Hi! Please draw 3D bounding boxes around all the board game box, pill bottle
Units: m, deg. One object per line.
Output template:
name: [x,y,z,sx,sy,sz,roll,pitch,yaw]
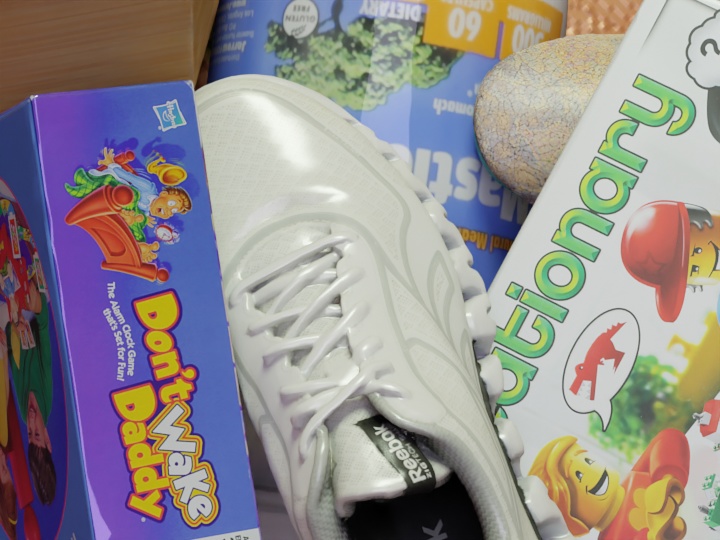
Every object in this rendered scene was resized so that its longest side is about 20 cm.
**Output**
board game box: [0.092,0.034,0.682,0.126,0.035,0.200,27,86,14]
board game box: [-0.091,0.029,0.715,0.045,0.200,0.135,-7,88,-23]
pill bottle: [0.000,0.000,0.784,0.112,0.112,0.200,7,85,-2]

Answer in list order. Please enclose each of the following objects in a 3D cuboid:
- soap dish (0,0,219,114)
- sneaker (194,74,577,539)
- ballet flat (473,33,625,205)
soap dish: [-0.108,-0.113,0.742,0.157,0.200,0.081,-9,121,10]
sneaker: [0.002,0.031,0.643,0.075,0.081,0.200,-30,73,8]
ballet flat: [0.132,-0.038,0.750,0.200,0.067,0.068,9,73,-25]
